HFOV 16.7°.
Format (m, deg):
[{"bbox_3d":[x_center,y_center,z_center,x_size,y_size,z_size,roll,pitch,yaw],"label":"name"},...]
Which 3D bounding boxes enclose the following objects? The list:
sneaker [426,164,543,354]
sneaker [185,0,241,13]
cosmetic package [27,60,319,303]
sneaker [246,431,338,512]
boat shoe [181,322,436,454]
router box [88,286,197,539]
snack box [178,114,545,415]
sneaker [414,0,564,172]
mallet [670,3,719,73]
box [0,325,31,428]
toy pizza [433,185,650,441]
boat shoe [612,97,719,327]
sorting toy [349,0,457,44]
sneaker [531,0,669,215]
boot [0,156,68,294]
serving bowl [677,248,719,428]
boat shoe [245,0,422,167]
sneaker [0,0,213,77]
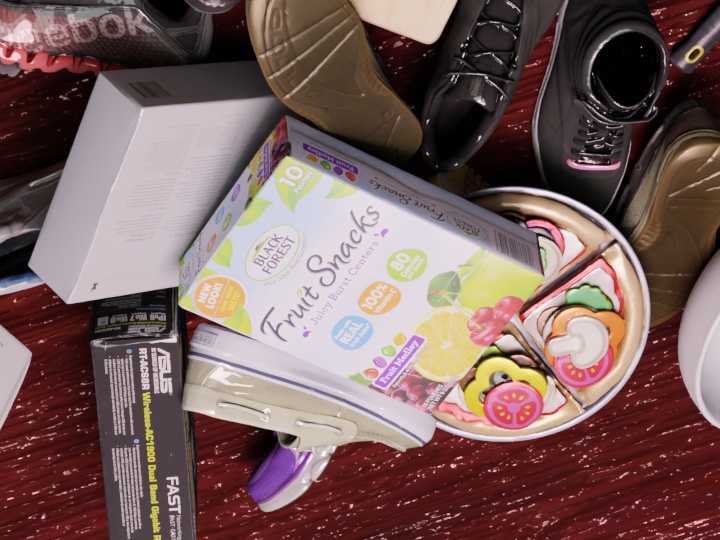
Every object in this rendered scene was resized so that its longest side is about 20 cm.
[{"bbox_3d":[0.093,0.014,1.744,0.090,0.075,0.200,-34,111,21],"label":"sneaker"},{"bbox_3d":[-0.069,-0.239,1.486,0.073,0.082,0.201,13,119,-15],"label":"sneaker"},{"bbox_3d":[-0.111,-0.062,1.622,0.200,0.052,0.151,-9,130,-48],"label":"cosmetic package"},{"bbox_3d":[-0.041,0.080,1.776,0.083,0.081,0.201,23,107,-2],"label":"sneaker"},{"bbox_3d":[-0.038,0.092,1.671,0.199,0.072,0.062,22,86,-29],"label":"boat shoe"},{"bbox_3d":[-0.150,0.090,1.713,0.062,0.150,0.201,-4,121,-2],"label":"router box"},{"bbox_3d":[0.000,0.000,1.609,0.199,0.053,0.142,25,122,-21],"label":"snack box"},{"bbox_3d":[0.089,-0.151,1.627,0.076,0.091,0.201,18,116,-1],"label":"sneaker"},{"bbox_3d":[0.290,-0.204,1.653,0.066,0.041,0.200,27,118,-16],"label":"mallet"},{"bbox_3d":[-0.356,0.116,1.646,0.198,0.201,0.131,-22,125,40],"label":"box"},{"bbox_3d":[0.102,0.036,1.696,0.199,0.032,0.201,0,117,0],"label":"toy pizza"},{"bbox_3d":[0.216,-0.038,1.725,0.073,0.065,0.200,10,138,-13],"label":"boat shoe"},{"bbox_3d":[-0.004,-0.275,1.560,0.198,0.070,0.201,19,116,-16],"label":"sorting toy"},{"bbox_3d":[0.162,-0.104,1.660,0.070,0.099,0.201,0,121,-7],"label":"sneaker"},{"bbox_3d":[-0.184,-0.039,1.665,0.199,0.096,0.074,-24,120,9],"label":"boot"},{"bbox_3d":[0.301,0.019,1.743,0.199,0.066,0.201,-23,138,-22],"label":"serving bowl"},{"bbox_3d":[-0.026,-0.137,1.570,0.072,0.066,0.201,-37,138,3],"label":"boat shoe"},{"bbox_3d":[-0.185,-0.172,1.602,0.199,0.071,0.098,13,119,-15],"label":"sneaker"}]
